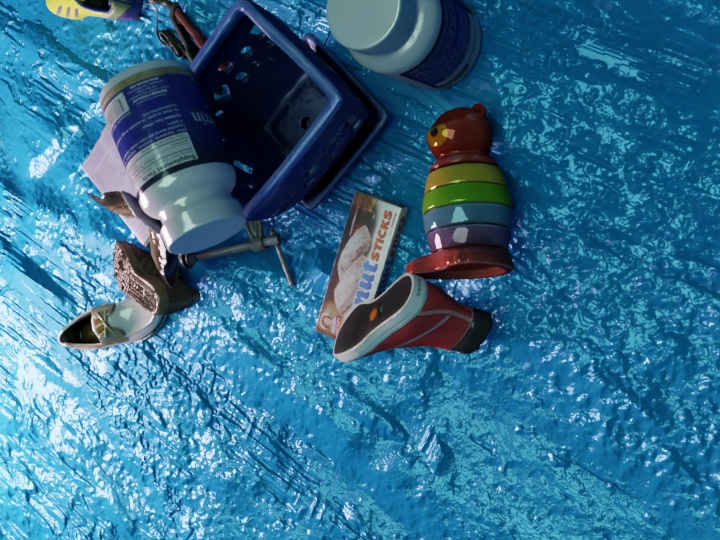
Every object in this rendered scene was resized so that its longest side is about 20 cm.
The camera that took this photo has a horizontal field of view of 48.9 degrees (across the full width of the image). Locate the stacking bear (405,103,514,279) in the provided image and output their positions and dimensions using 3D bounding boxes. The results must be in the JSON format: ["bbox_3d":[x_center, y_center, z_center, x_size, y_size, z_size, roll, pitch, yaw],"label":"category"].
[{"bbox_3d":[0.121,-0.095,0.935,0.121,0.114,0.200,-16,73,55],"label":"stacking bear"}]

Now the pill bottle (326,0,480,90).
[{"bbox_3d":[0.050,-0.280,0.908,0.120,0.200,0.120,2,94,28],"label":"pill bottle"}]

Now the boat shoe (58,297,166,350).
[{"bbox_3d":[-0.392,0.087,1.249,0.200,0.068,0.075,-24,82,28],"label":"boat shoe"}]

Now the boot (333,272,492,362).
[{"bbox_3d":[0.066,0.084,0.987,0.200,0.144,0.072,-35,38,48],"label":"boot"}]

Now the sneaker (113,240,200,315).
[{"bbox_3d":[-0.316,0.013,1.211,0.200,0.075,0.071,38,122,44],"label":"sneaker"}]

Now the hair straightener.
[{"bbox_3d":[-0.263,-0.327,1.168,0.077,0.041,0.200,-47,72,23],"label":"hair straightener"}]

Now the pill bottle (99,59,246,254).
[{"bbox_3d":[-0.211,-0.128,0.906,0.116,0.116,0.200,-28,80,27],"label":"pill bottle"}]

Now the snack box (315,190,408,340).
[{"bbox_3d":[0.000,0.000,1.053,0.072,0.024,0.200,22,104,23],"label":"snack box"}]

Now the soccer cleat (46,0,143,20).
[{"bbox_3d":[-0.427,-0.425,1.227,0.200,0.084,0.065,13,100,28],"label":"soccer cleat"}]

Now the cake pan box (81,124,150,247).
[{"bbox_3d":[-0.317,-0.169,1.203,0.184,0.052,0.200,46,113,16],"label":"cake pan box"}]

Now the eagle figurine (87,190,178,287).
[{"bbox_3d":[-0.272,-0.075,1.052,0.200,0.151,0.152,-39,50,40],"label":"eagle figurine"}]

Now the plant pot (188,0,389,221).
[{"bbox_3d":[-0.097,-0.195,1.006,0.200,0.180,0.200,49,114,18],"label":"plant pot"}]

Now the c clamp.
[{"bbox_3d":[-0.202,-0.050,1.131,0.200,0.027,0.171,-5,106,25],"label":"c clamp"}]
